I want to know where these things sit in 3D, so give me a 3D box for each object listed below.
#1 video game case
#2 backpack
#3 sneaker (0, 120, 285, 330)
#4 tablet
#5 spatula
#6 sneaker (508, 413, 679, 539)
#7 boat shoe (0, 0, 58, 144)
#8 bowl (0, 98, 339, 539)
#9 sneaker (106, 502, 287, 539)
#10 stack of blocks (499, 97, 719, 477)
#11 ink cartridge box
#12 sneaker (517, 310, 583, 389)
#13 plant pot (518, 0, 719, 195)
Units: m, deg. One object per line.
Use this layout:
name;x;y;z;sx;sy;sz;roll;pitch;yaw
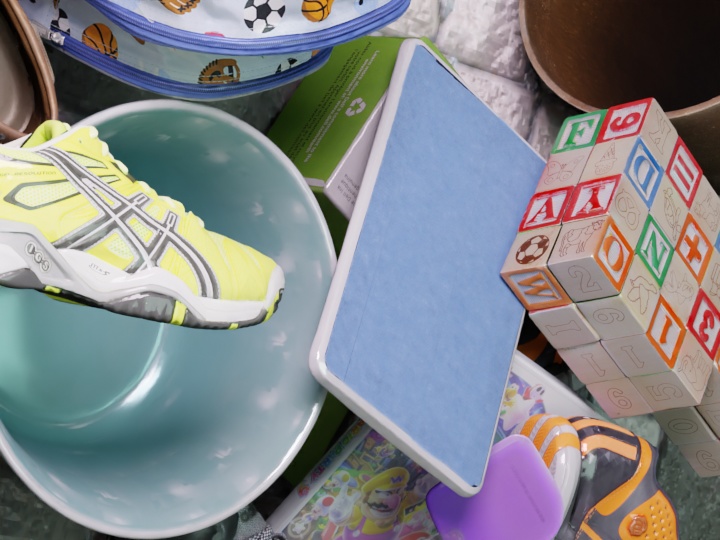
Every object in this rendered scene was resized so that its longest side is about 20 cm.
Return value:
video game case;0.031;0.127;1.344;0.200;0.018;0.143;-49;129;8
backpack;-0.069;-0.164;1.164;0.199;0.190;0.155;-27;128;-36
sneaker;-0.112;-0.022;1.086;0.199;0.075;0.077;15;85;-37
tablet;0.039;-0.003;1.260;0.130;0.014;0.201;40;52;-34
spatula;0.013;0.154;1.300;0.057;0.199;0.021;58;17;-2
sneaker;0.106;0.174;1.351;0.112;0.078;0.201;13;114;-32
boat shoe;-0.195;-0.134;1.134;0.076;0.072;0.200;-50;124;-25
bowl;-0.118;0.020;1.194;0.200;0.105;0.202;-2;94;-36
sneaker;-0.041;0.145;1.256;0.199;0.075;0.115;-8;95;2
stack of blocks;0.164;0.023;1.347;0.200;0.058;0.116;51;46;-31
ink cartridge box;0.000;0.000;1.321;0.148;0.076;0.201;47;64;-35
sneaker;0.107;0.005;1.419;0.199;0.077;0.113;-23;100;-39
plant pot;0.214;-0.119;1.446;0.200;0.186;0.188;45;66;-51
